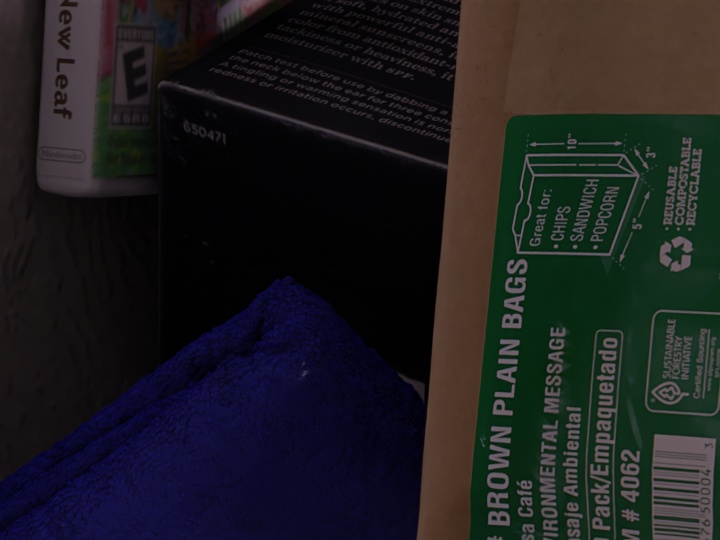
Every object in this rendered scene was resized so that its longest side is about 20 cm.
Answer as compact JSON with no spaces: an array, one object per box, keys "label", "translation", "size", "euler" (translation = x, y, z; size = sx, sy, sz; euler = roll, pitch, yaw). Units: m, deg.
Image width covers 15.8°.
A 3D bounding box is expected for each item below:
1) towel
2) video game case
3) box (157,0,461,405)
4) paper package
[{"label":"towel","translation":[-0.012,0.105,0.620],"size":[0.200,0.148,0.050],"euler":[48,10,-30]},{"label":"video game case","translation":[-0.023,-0.114,0.719],"size":[0.200,0.022,0.183],"euler":[-7,102,-63]},{"label":"box","translation":[0.042,0.015,0.733],"size":[0.198,0.123,0.200],"euler":[-37,139,-50]},{"label":"paper package","translation":[0.105,-0.010,0.581],"size":[0.190,0.103,0.201],"euler":[14,79,-54]}]
